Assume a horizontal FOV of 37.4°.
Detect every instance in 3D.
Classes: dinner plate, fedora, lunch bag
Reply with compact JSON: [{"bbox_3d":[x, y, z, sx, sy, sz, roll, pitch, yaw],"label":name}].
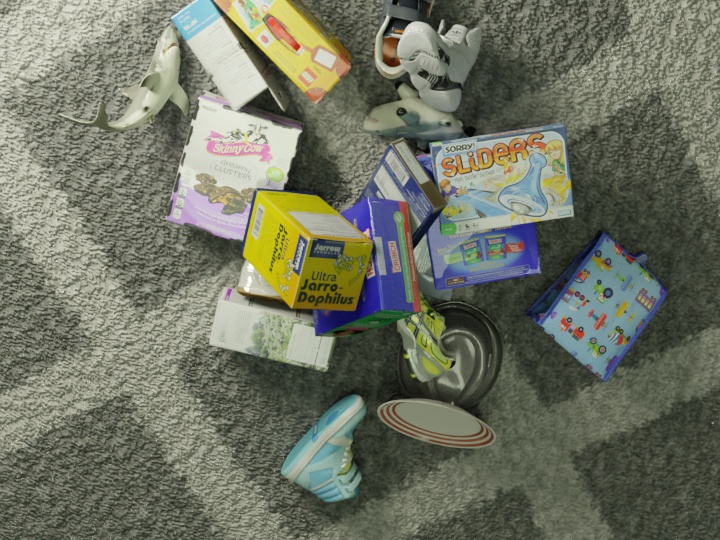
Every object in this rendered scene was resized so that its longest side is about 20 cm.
[{"bbox_3d":[0.125,0.245,1.735,0.198,0.200,0.024,19,66,-6],"label":"dinner plate"},{"bbox_3d":[0.149,0.156,1.733,0.175,0.090,0.202,16,107,-5],"label":"fedora"},{"bbox_3d":[0.391,0.048,1.709,0.150,0.094,0.200,39,94,-9],"label":"lunch bag"}]

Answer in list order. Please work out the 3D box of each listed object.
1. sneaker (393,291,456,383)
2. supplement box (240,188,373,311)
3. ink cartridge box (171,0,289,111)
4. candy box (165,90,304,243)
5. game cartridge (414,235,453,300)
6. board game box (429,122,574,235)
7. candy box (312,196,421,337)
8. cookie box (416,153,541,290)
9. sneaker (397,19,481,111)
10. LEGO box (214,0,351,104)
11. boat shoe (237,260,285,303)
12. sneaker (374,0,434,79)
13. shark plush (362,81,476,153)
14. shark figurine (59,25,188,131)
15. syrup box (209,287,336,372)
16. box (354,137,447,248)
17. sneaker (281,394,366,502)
[{"bbox_3d":[0.090,0.071,1.651,0.076,0.075,0.202,-17,103,10],"label":"sneaker"},{"bbox_3d":[-0.083,-0.033,1.560,0.108,0.200,0.111,3,112,-31],"label":"supplement box"},{"bbox_3d":[-0.189,-0.310,1.574,0.066,0.116,0.201,-32,104,9],"label":"ink cartridge box"},{"bbox_3d":[-0.194,-0.155,1.646,0.166,0.072,0.202,17,107,-6],"label":"candy box"},{"bbox_3d":[0.114,-0.062,1.695,0.132,0.041,0.202,16,106,-9],"label":"game cartridge"},{"bbox_3d":[0.207,-0.134,1.559,0.198,0.034,0.137,-9,106,2],"label":"board game box"},{"bbox_3d":[0.000,0.000,1.600,0.076,0.200,0.171,1,76,-30],"label":"candy box"},{"bbox_3d":[0.180,-0.087,1.630,0.169,0.075,0.202,-9,107,3],"label":"cookie box"},{"bbox_3d":[0.116,-0.325,1.535,0.075,0.200,0.116,18,74,23],"label":"sneaker"},{"bbox_3d":[-0.107,-0.350,1.544,0.077,0.149,0.200,-43,102,12],"label":"LEGO box"},{"bbox_3d":[-0.095,0.022,1.703,0.198,0.071,0.070,11,81,-15],"label":"boat shoe"},{"bbox_3d":[0.068,-0.382,1.573,0.078,0.079,0.202,10,106,-2],"label":"sneaker"},{"bbox_3d":[0.107,-0.221,1.650,0.198,0.091,0.084,11,129,-25],"label":"shark plush"},{"bbox_3d":[-0.344,-0.257,1.601,0.089,0.215,0.129,19,146,32],"label":"shark figurine"},{"bbox_3d":[-0.138,0.095,1.719,0.198,0.082,0.080,14,105,-4],"label":"syrup box"},{"bbox_3d":[0.055,-0.097,1.612,0.032,0.200,0.122,-25,75,-29],"label":"box"},{"bbox_3d":[-0.027,0.307,1.790,0.130,0.080,0.200,39,113,-9],"label":"sneaker"}]
